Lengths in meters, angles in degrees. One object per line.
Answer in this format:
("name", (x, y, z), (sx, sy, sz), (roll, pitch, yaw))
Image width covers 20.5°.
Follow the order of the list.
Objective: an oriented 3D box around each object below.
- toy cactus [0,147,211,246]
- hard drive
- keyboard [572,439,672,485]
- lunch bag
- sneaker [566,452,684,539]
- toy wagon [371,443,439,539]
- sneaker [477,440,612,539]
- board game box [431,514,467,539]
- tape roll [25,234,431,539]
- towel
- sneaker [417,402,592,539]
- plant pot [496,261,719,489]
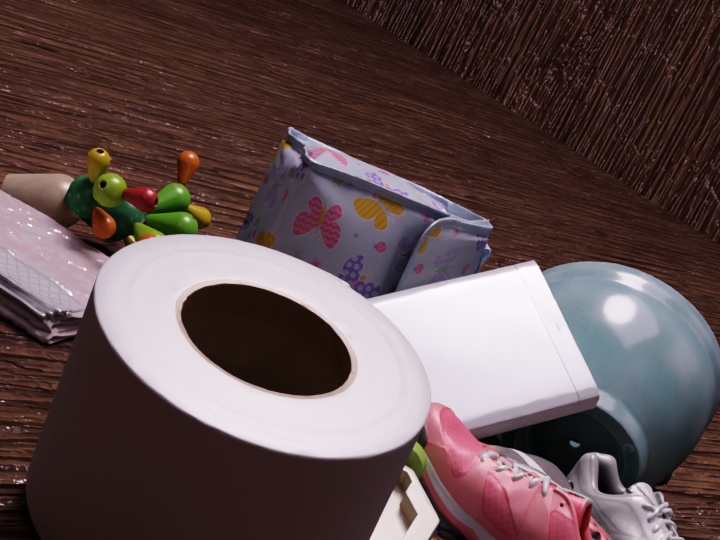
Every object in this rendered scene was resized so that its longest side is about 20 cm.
("toy cactus", (-0.212, -0.059, 1.631), (0.163, 0.103, 0.200), (10, 2, 6))
("hard drive", (0.070, 0.070, 1.543), (0.198, 0.027, 0.133), (-13, 60, -19))
("keyboard", (0.199, 0.133, 1.805), (0.199, 0.040, 0.104), (27, -7, -1))
("lunch bag", (0.000, 0.000, 1.678), (0.199, 0.171, 0.127), (23, 12, -21))
("sneaker", (0.214, 0.212, 1.504), (0.075, 0.081, 0.200), (16, 19, -47))
("toy wagon", (-0.049, 0.133, 1.268), (0.199, 0.040, 0.155), (28, 34, 9))
("sneaker", (0.137, 0.187, 1.459), (0.200, 0.071, 0.097), (36, 17, 36))
("board game box", (-0.016, 0.150, 1.369), (0.199, 0.035, 0.135), (31, 13, 12))
("tape roll", (-0.076, 0.092, 1.132), (0.201, 0.140, 0.203), (18, 30, -10))
("towel", (-0.268, -0.017, 1.507), (0.199, 0.032, 0.191), (31, 13, 11))
("sneaker", (0.111, 0.162, 1.341), (0.201, 0.087, 0.074), (56, 17, 14))
("plant pot", (0.188, 0.113, 1.644), (0.199, 0.201, 0.134), (28, 39, 4))
